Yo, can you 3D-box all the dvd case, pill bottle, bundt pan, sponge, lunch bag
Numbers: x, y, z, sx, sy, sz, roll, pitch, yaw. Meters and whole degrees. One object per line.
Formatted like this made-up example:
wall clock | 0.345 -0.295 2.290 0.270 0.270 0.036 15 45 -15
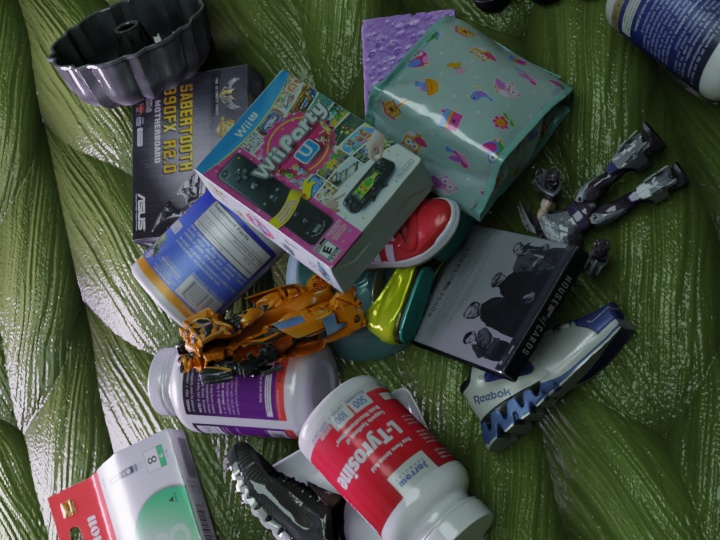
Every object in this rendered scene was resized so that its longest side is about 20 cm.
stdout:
dvd case | 0.137 0.028 1.521 0.151 0.025 0.200 -59 27 -8
pill bottle | -0.132 0.127 1.633 0.199 0.112 0.113 2 79 22
pill bottle | 0.361 -0.248 1.511 0.200 0.116 0.116 44 96 25
bundt pan | -0.267 -0.260 1.752 0.201 0.076 0.202 -14 31 9
pill bottle | 0.038 0.212 1.510 0.200 0.112 0.112 43 96 24
sponge | 0.060 -0.195 1.664 0.111 0.030 0.201 -6 75 14
lunch bag | 0.119 -0.175 1.568 0.170 0.122 0.200 32 50 12
pill bottle | -0.148 -0.034 1.626 0.200 0.112 0.112 -45 66 0

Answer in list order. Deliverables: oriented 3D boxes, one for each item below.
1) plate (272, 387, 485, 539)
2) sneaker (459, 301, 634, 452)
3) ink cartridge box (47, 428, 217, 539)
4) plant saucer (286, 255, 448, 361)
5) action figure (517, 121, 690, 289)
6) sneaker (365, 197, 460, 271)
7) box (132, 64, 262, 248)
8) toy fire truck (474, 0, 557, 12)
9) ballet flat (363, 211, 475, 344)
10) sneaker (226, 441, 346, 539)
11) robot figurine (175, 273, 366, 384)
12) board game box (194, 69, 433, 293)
plate | 0.015 0.260 1.588 0.200 0.032 0.200 -32 69 13
sneaker | 0.177 0.085 1.533 0.199 0.081 0.115 -42 69 11
ink cartridge box | -0.271 0.295 1.690 0.199 0.050 0.161 -25 70 13
plant saucer | 0.000 0.000 1.649 0.199 0.036 0.201 -5 76 21
action figure | 0.244 -0.068 1.547 0.200 0.069 0.130 -38 76 15
sneaker | 0.003 -0.051 1.536 0.200 0.112 0.072 -15 55 43
box | -0.194 -0.135 1.751 0.158 0.048 0.201 -6 76 22
toy fire truck | 0.188 -0.413 1.625 0.175 0.129 0.201 -4 65 22
ballet flat | 0.060 -0.016 1.582 0.067 0.067 0.201 21 80 32
sneaker | -0.063 0.254 1.571 0.090 0.066 0.200 -39 71 8
robot figurine | -0.104 0.061 1.558 0.199 0.145 0.058 -19 112 -18
board game box | -0.049 -0.094 1.507 0.200 0.064 0.148 35 79 28
